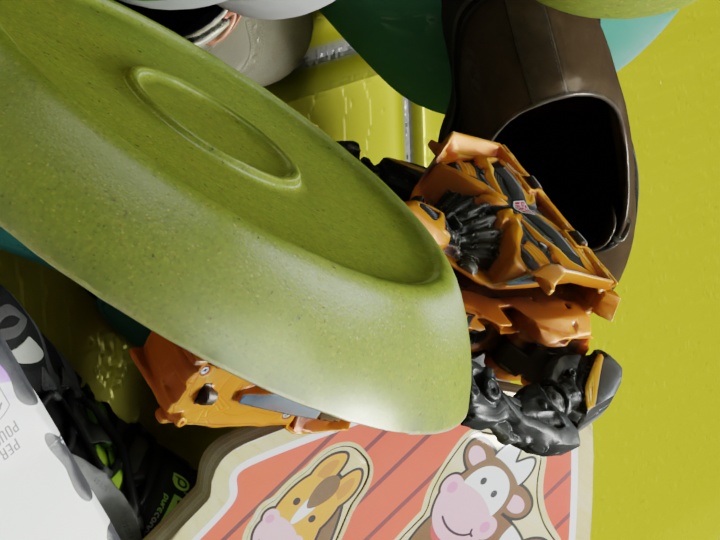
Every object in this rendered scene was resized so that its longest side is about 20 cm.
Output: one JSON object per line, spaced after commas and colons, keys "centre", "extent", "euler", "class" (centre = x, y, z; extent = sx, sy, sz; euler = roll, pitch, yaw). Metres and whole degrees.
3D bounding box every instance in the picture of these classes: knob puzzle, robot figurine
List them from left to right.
{"centre": [0.000, 0.000, 0.925], "extent": [0.200, 0.145, 0.058], "euler": [-2, 133, -42], "class": "robot figurine"}
{"centre": [0.007, 0.119, 0.977], "extent": [0.220, 0.030, 0.220], "euler": [-15, 121, -27], "class": "knob puzzle"}

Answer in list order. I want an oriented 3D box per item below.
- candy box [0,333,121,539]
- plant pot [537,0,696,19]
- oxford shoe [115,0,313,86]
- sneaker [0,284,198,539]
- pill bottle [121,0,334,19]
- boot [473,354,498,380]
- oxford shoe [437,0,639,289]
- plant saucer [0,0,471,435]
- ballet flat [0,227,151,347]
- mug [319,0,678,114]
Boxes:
{"centre": [-0.151, 0.095, 0.768], "extent": [0.168, 0.072, 0.200], "euler": [-42, 118, -29], "class": "candy box"}
{"centre": [0.074, -0.175, 0.873], "extent": [0.200, 0.187, 0.187], "euler": [81, 28, -53], "class": "plant pot"}
{"centre": [-0.065, -0.087, 0.977], "extent": [0.200, 0.074, 0.071], "euler": [6, 100, -59], "class": "oxford shoe"}
{"centre": [-0.090, 0.064, 0.954], "extent": [0.200, 0.083, 0.071], "euler": [56, 47, -47], "class": "sneaker"}
{"centre": [-0.066, -0.138, 0.814], "extent": [0.200, 0.111, 0.111], "euler": [26, 71, -60], "class": "pill bottle"}
{"centre": [0.031, 0.076, 1.059], "extent": [0.200, 0.070, 0.132], "euler": [-31, 112, -72], "class": "boot"}
{"centre": [0.067, -0.030, 1.054], "extent": [0.200, 0.073, 0.084], "euler": [68, 9, -59], "class": "oxford shoe"}
{"centre": [-0.047, -0.028, 0.785], "extent": [0.031, 0.200, 0.200], "euler": [-57, 154, 14], "class": "plant saucer"}
{"centre": [-0.072, -0.016, 0.991], "extent": [0.200, 0.073, 0.073], "euler": [36, 63, -54], "class": "ballet flat"}
{"centre": [0.054, -0.156, 1.078], "extent": [0.114, 0.185, 0.152], "euler": [44, 22, -50], "class": "mug"}
